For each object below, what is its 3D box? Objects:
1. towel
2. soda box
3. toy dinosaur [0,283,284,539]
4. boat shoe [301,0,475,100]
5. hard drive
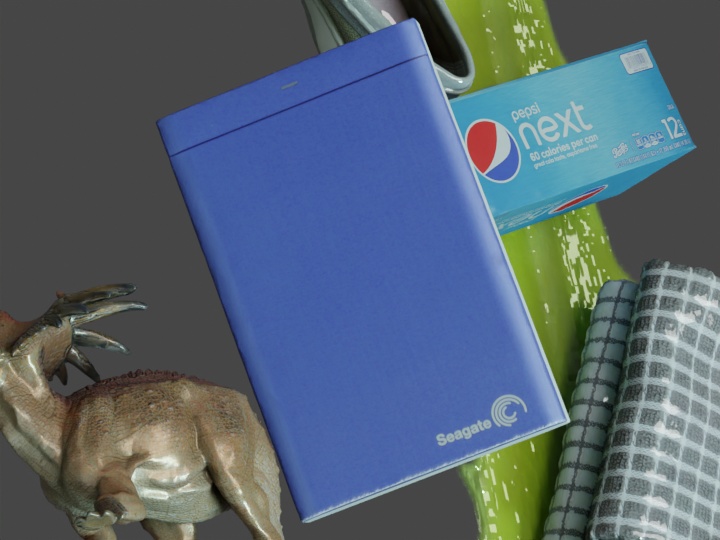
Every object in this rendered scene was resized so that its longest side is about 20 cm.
[{"bbox_3d":[0.197,0.106,1.511,0.200,0.086,0.166,28,58,-25],"label":"towel"},{"bbox_3d":[0.070,-0.055,1.494,0.200,0.068,0.064,-18,81,-40],"label":"soda box"},{"bbox_3d":[-0.093,0.071,1.314,0.200,0.086,0.136,17,55,-37],"label":"toy dinosaur"},{"bbox_3d":[-0.008,-0.168,1.485,0.074,0.065,0.202,-22,85,-41],"label":"boat shoe"},{"bbox_3d":[0.000,0.000,1.392,0.025,0.132,0.200,28,41,-80],"label":"hard drive"}]
